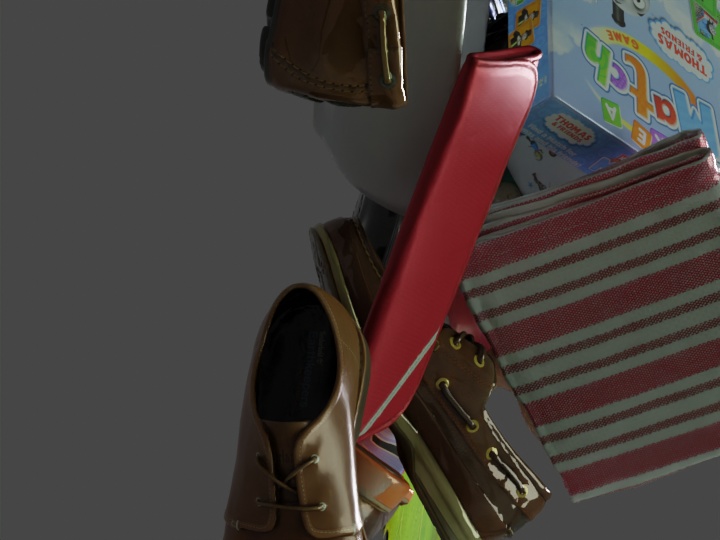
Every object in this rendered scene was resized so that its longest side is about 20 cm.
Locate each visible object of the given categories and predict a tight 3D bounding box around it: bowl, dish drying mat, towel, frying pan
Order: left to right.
[{"bbox_3d":[0.005,-0.017,1.254,0.190,0.031,0.115,-161,-92,-86],"label":"frying pan"},{"bbox_3d":[0.026,-0.142,1.088,0.200,0.075,0.200,-70,167,-61],"label":"bowl"},{"bbox_3d":[0.036,-0.011,1.029,0.077,0.018,0.200,-17,132,-60],"label":"dish drying mat"},{"bbox_3d":[0.143,0.028,1.137,0.030,0.146,0.200,-89,156,-54],"label":"towel"}]

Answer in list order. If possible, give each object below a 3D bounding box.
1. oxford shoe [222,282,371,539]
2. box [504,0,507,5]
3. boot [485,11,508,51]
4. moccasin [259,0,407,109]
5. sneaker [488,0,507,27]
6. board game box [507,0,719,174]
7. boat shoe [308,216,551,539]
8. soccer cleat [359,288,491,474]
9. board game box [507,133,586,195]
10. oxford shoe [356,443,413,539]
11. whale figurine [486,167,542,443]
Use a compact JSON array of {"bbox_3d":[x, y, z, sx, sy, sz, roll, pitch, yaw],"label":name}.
[{"bbox_3d":[-0.032,0.100,0.949,0.071,0.071,0.200,70,18,-67],"label":"oxford shoe"},{"bbox_3d":[0.120,-0.174,1.562,0.200,0.152,0.106,-71,169,-57],"label":"box"},{"bbox_3d":[0.075,-0.124,1.283,0.200,0.075,0.097,26,72,-47],"label":"boot"},{"bbox_3d":[0.009,-0.165,0.868,0.074,0.078,0.202,-33,131,-82],"label":"moccasin"},{"bbox_3d":[0.046,-0.107,1.343,0.078,0.075,0.200,-70,166,-46],"label":"sneaker"},{"bbox_3d":[0.140,-0.128,1.163,0.037,0.151,0.200,-30,-136,38],"label":"board game box"},{"bbox_3d":[0.035,0.055,1.131,0.200,0.068,0.072,63,-1,-16],"label":"boat shoe"},{"bbox_3d":[0.008,0.074,1.252,0.067,0.076,0.200,62,-35,20],"label":"soccer cleat"},{"bbox_3d":[0.163,-0.042,1.228,0.200,0.064,0.148,60,38,-10],"label":"board game box"},{"bbox_3d":[-0.019,0.126,1.177,0.073,0.071,0.200,-54,174,-4],"label":"oxford shoe"},{"bbox_3d":[0.090,0.013,1.269,0.200,0.104,0.159,50,-38,41],"label":"whale figurine"}]
